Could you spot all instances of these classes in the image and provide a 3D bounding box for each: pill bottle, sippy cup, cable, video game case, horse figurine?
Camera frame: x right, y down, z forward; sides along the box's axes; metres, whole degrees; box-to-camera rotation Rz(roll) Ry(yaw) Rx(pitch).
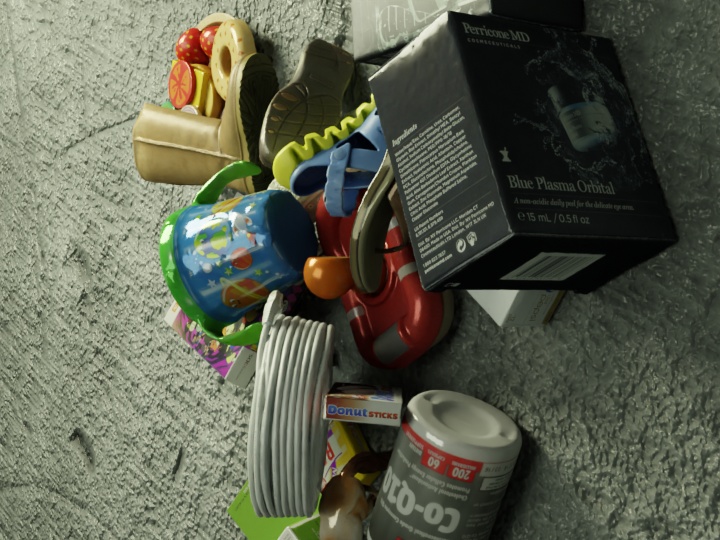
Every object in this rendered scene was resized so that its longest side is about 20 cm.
[{"bbox_3d":[0.072,0.226,1.287,0.114,0.113,0.201,38,119,46],"label":"pill bottle"},{"bbox_3d":[-0.120,-0.021,1.425,0.130,0.140,0.179,-21,97,28],"label":"sippy cup"},{"bbox_3d":[-0.066,0.145,1.340,0.201,0.069,0.201,91,-176,-52],"label":"cable"},{"bbox_3d":[-0.136,0.018,1.552,0.182,0.036,0.200,-60,34,2],"label":"video game case"},{"bbox_3d":[-0.007,0.267,1.367,0.050,0.132,0.201,-4,65,30],"label":"horse figurine"}]

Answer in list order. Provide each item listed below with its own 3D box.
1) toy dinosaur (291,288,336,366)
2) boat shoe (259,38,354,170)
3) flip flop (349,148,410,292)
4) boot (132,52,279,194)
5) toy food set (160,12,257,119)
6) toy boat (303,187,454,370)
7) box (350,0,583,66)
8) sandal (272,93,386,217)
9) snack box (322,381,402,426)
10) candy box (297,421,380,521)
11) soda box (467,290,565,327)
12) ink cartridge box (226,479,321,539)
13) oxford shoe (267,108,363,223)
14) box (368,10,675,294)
[{"bbox_3d":[-0.087,0.077,1.528,0.102,0.077,0.201,-23,76,36],"label":"toy dinosaur"},{"bbox_3d":[-0.059,-0.163,1.440,0.073,0.074,0.200,-60,3,45],"label":"boat shoe"},{"bbox_3d":[0.043,-0.069,1.266,0.057,0.081,0.201,25,100,13],"label":"flip flop"},{"bbox_3d":[-0.189,-0.175,1.598,0.199,0.066,0.176,13,110,37],"label":"boot"},{"bbox_3d":[-0.184,-0.218,1.676,0.200,0.048,0.199,27,111,49],"label":"toy food set"},{"bbox_3d":[0.000,0.000,1.367,0.130,0.130,0.201,-42,58,44],"label":"toy boat"},{"bbox_3d":[0.092,-0.304,1.257,0.196,0.123,0.201,-8,83,50],"label":"box"},{"bbox_3d":[0.016,-0.119,1.336,0.200,0.080,0.087,-35,61,4],"label":"sandal"},{"bbox_3d":[0.005,0.129,1.320,0.200,0.071,0.024,30,-114,-88],"label":"snack box"},{"bbox_3d":[-0.052,0.239,1.522,0.200,0.026,0.103,-54,54,38],"label":"candy box"},{"bbox_3d":[0.112,-0.032,1.277,0.200,0.063,0.068,50,127,41],"label":"soda box"},{"bbox_3d":[-0.086,0.311,1.488,0.200,0.076,0.148,49,128,21],"label":"ink cartridge box"},{"bbox_3d":[-0.019,-0.112,1.459,0.200,0.058,0.076,-36,50,30],"label":"oxford shoe"},{"bbox_3d":[0.134,-0.093,1.137,0.117,0.196,0.201,-35,63,46],"label":"box"}]
